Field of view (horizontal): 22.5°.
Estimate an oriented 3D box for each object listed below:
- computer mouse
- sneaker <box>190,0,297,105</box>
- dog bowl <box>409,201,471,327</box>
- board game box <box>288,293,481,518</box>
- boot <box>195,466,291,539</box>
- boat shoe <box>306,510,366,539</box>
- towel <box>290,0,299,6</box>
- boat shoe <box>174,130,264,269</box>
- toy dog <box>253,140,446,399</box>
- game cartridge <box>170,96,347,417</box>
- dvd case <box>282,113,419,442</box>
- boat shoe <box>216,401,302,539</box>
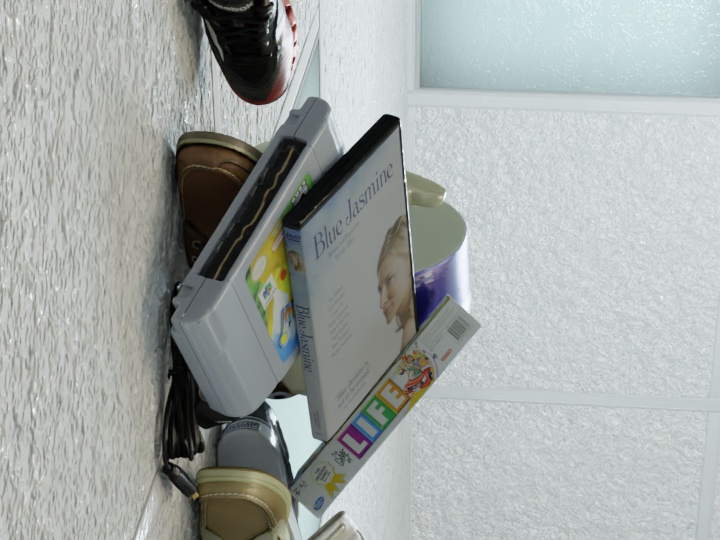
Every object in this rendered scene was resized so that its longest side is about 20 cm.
[{"bbox_3d":[-0.107,0.101,1.326,0.200,0.045,0.142,76,16,-72],"label":"computer mouse"},{"bbox_3d":[-0.087,-0.192,1.291,0.098,0.070,0.202,-82,170,-49],"label":"sneaker"},{"bbox_3d":[0.000,0.000,1.622,0.201,0.197,0.080,-77,166,-62],"label":"dog bowl"},{"bbox_3d":[0.021,0.107,1.483,0.200,0.034,0.134,-50,179,1],"label":"board game box"},{"bbox_3d":[-0.097,0.249,1.395,0.201,0.071,0.156,84,13,-60],"label":"boot"},{"bbox_3d":[-0.072,0.237,1.324,0.070,0.199,0.071,62,-33,2],"label":"boat shoe"},{"bbox_3d":[-0.067,-0.333,1.614,0.149,0.036,0.202,-72,165,-74],"label":"towel"},{"bbox_3d":[-0.092,-0.028,1.297,0.200,0.071,0.069,69,29,-64],"label":"boat shoe"},{"bbox_3d":[-0.048,0.009,1.450,0.139,0.192,0.202,-18,127,-62],"label":"toy dog"},{"bbox_3d":[-0.058,-0.004,1.258,0.201,0.040,0.134,-60,154,-27],"label":"game cartridge"},{"bbox_3d":[-0.003,0.006,1.313,0.143,0.017,0.202,-48,143,-41],"label":"dvd case"},{"bbox_3d":[-0.084,0.203,1.537,0.068,0.071,0.202,-75,159,-61],"label":"boat shoe"}]
